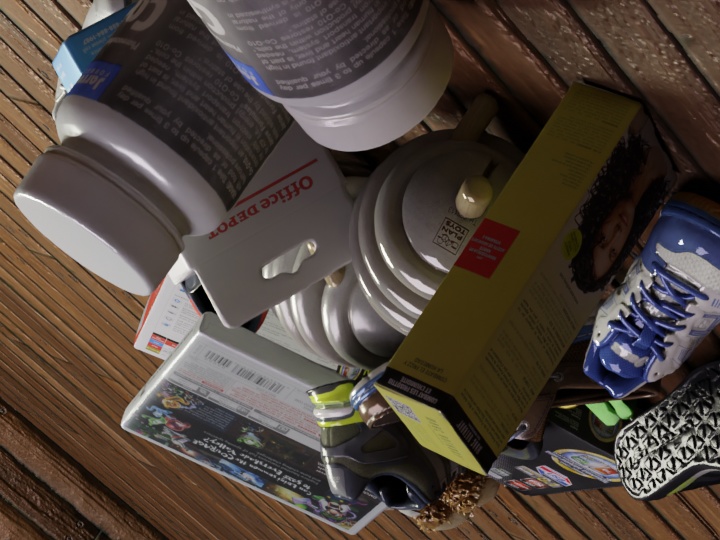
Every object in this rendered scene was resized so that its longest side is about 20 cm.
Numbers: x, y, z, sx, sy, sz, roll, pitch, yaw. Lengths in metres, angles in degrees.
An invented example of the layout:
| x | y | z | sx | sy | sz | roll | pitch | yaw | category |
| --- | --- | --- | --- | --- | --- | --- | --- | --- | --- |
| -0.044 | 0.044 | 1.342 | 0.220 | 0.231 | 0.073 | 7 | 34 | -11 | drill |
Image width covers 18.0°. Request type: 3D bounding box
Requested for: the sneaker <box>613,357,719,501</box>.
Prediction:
| x | y | z | sx | sy | sz | roll | pitch | yaw | category |
| --- | --- | --- | --- | --- | --- | --- | --- | --- | --- |
| 0.239 | 0.096 | 1.449 | 0.200 | 0.082 | 0.072 | -30 | 70 | 59 | sneaker |

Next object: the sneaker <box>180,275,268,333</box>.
| x | y | z | sx | sy | sz | roll | pitch | yaw | category |
| --- | --- | --- | --- | --- | --- | --- | --- | --- | --- |
| -0.101 | -0.037 | 1.550 | 0.074 | 0.085 | 0.201 | -10 | 121 | 14 | sneaker |

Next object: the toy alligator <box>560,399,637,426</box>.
| x | y | z | sx | sy | sz | roll | pitch | yaw | category |
| --- | --- | --- | --- | --- | --- | --- | --- | --- | --- |
| 0.156 | 0.063 | 1.532 | 0.199 | 0.059 | 0.054 | 38 | 125 | -7 | toy alligator |

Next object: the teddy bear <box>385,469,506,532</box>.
| x | y | z | sx | sy | sz | roll | pitch | yaw | category |
| --- | --- | --- | --- | --- | --- | --- | --- | --- | --- |
| 0.016 | 0.148 | 1.751 | 0.198 | 0.067 | 0.145 | 10 | 152 | -4 | teddy bear |

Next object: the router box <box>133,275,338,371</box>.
| x | y | z | sx | sy | sz | roll | pitch | yaw | category |
| --- | --- | --- | --- | --- | --- | --- | --- | --- | --- |
| -0.054 | 0.035 | 1.710 | 0.199 | 0.049 | 0.180 | 22 | 146 | -7 | router box |

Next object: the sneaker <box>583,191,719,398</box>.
| x | y | z | sx | sy | sz | roll | pitch | yaw | category |
| --- | --- | --- | --- | --- | --- | --- | --- | --- | --- |
| 0.177 | 0.023 | 1.286 | 0.075 | 0.088 | 0.200 | 35 | 164 | 8 | sneaker |

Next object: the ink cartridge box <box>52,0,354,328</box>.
| x | y | z | sx | sy | sz | roll | pitch | yaw | category |
| --- | --- | --- | --- | --- | --- | --- | --- | --- | --- |
| -0.090 | -0.072 | 1.393 | 0.201 | 0.115 | 0.067 | 61 | 162 | -1 | ink cartridge box |

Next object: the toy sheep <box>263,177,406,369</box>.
| x | y | z | sx | sy | sz | roll | pitch | yaw | category |
| --- | --- | --- | --- | --- | --- | --- | --- | --- | --- |
| 0.000 | 0.000 | 1.501 | 0.138 | 0.138 | 0.200 | 45 | 180 | -33 | toy sheep |

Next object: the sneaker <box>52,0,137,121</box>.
| x | y | z | sx | sy | sz | roll | pitch | yaw | category |
| --- | --- | --- | --- | --- | --- | --- | --- | --- | --- |
| -0.166 | -0.140 | 1.546 | 0.074 | 0.087 | 0.200 | 37 | 164 | -1 | sneaker |

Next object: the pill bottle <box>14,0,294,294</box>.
| x | y | z | sx | sy | sz | roll | pitch | yaw | category |
| --- | --- | --- | --- | --- | --- | --- | --- | --- | --- |
| -0.101 | -0.093 | 1.290 | 0.113 | 0.201 | 0.114 | 32 | 165 | 10 | pill bottle |

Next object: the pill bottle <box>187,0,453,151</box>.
| x | y | z | sx | sy | sz | roll | pitch | yaw | category |
| --- | --- | --- | --- | --- | --- | --- | --- | --- | --- |
| -0.033 | -0.156 | 1.149 | 0.113 | 0.114 | 0.200 | 23 | 160 | 39 | pill bottle |

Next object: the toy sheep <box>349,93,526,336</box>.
| x | y | z | sx | sy | sz | roll | pitch | yaw | category |
| --- | --- | --- | --- | --- | --- | --- | --- | --- | --- |
| 0.057 | -0.023 | 1.321 | 0.137 | 0.138 | 0.200 | 33 | 165 | 10 | toy sheep |

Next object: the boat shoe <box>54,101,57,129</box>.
| x | y | z | sx | sy | sz | roll | pitch | yaw | category |
| --- | --- | --- | --- | --- | --- | --- | --- | --- | --- |
| -0.175 | -0.095 | 1.667 | 0.063 | 0.071 | 0.201 | 100 | 153 | -42 | boat shoe |

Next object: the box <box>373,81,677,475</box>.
| x | y | z | sx | sy | sz | roll | pitch | yaw | category |
| --- | --- | --- | --- | --- | --- | --- | --- | --- | --- |
| 0.090 | 0.003 | 1.194 | 0.050 | 0.201 | 0.075 | 23 | 163 | 36 | box |

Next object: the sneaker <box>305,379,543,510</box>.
| x | y | z | sx | sy | sz | roll | pitch | yaw | category |
| --- | --- | --- | --- | --- | --- | --- | --- | --- | --- |
| 0.043 | 0.119 | 1.506 | 0.199 | 0.082 | 0.074 | 7 | 171 | -40 | sneaker |

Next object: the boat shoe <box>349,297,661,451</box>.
| x | y | z | sx | sy | sz | roll | pitch | yaw | category |
| --- | --- | --- | --- | --- | --- | --- | --- | --- | --- |
| 0.094 | 0.072 | 1.407 | 0.072 | 0.198 | 0.073 | 91 | 162 | -75 | boat shoe |

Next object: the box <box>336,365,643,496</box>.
| x | y | z | sx | sy | sz | roll | pitch | yaw | category |
| --- | --- | --- | --- | --- | --- | --- | --- | --- | --- |
| 0.101 | 0.102 | 1.635 | 0.199 | 0.045 | 0.160 | 28 | 157 | -28 | box |

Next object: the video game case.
| x | y | z | sx | sy | sz | roll | pitch | yaw | category |
| --- | --- | --- | --- | --- | --- | --- | --- | --- | --- |
| -0.054 | 0.112 | 1.620 | 0.199 | 0.023 | 0.182 | 26 | 147 | -12 | video game case |
